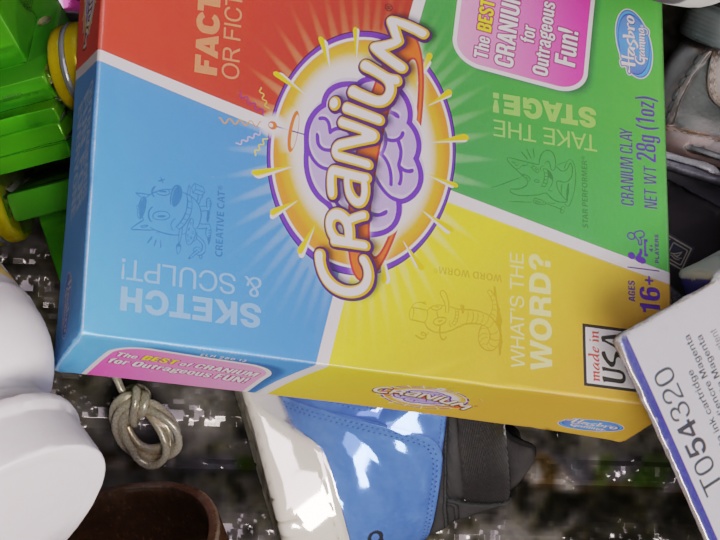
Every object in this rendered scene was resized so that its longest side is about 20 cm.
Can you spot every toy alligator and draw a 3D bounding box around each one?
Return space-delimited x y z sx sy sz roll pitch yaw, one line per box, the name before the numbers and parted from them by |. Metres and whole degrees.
toy alligator | -0.100 -0.028 0.786 0.059 0.054 0.200 -13 112 17

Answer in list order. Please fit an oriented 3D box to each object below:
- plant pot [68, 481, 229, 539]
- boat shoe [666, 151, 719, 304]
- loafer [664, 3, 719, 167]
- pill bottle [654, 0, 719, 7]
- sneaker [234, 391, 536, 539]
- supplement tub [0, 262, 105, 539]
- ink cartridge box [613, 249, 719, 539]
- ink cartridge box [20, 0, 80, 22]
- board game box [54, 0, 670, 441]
plant pot | -0.082 0.203 0.722 0.187 0.187 0.200 -32 107 -12
boat shoe | 0.157 0.006 0.825 0.200 0.068 0.072 28 81 -7
loafer | 0.205 -0.038 0.847 0.200 0.072 0.063 25 99 -2
pill bottle | 0.083 -0.152 0.739 0.200 0.113 0.113 12 83 -16
sneaker | 0.000 0.000 0.790 0.111 0.077 0.200 -17 93 -6
supplement tub | -0.185 0.018 0.674 0.145 0.145 0.200 -36 73 -12
ink cartridge box | 0.188 0.069 0.758 0.200 0.043 0.197 -27 96 -26
ink cartridge box | -0.186 -0.138 0.791 0.199 0.037 0.095 1 86 -9
board game box | 0.004 -0.031 0.735 0.200 0.040 0.153 7 69 -18
